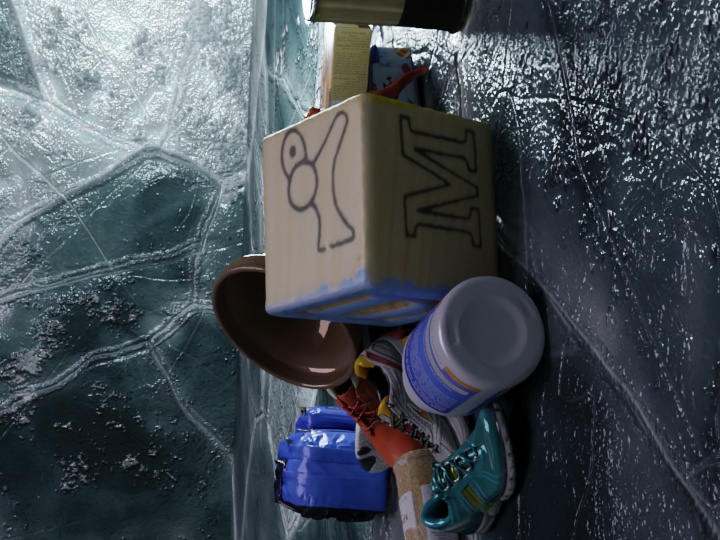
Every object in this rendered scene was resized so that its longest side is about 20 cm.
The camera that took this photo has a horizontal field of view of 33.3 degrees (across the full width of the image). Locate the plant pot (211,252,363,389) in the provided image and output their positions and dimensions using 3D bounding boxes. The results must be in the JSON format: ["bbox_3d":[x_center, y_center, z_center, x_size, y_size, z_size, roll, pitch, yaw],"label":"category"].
[{"bbox_3d":[-0.076,0.042,1.469,0.093,0.199,0.202,-57,-10,-38],"label":"plant pot"}]

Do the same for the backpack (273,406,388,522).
[{"bbox_3d":[-0.045,0.287,1.779,0.200,0.160,0.171,162,109,-78],"label":"backpack"}]

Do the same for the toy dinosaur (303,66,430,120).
[{"bbox_3d":[-0.004,-0.202,1.489,0.181,0.104,0.203,42,-112,-74],"label":"toy dinosaur"}]

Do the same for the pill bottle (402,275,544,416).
[{"bbox_3d":[0.105,0.086,1.232,0.200,0.110,0.114,127,142,-68],"label":"pill bottle"}]

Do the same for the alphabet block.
[{"bbox_3d":[0.020,-0.056,1.310,0.194,0.195,0.203,-13,74,47],"label":"alphabet block"}]

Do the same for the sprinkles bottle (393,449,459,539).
[{"bbox_3d":[0.083,0.313,1.416,0.069,0.067,0.202,107,160,-50],"label":"sprinkles bottle"}]

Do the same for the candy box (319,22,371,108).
[{"bbox_3d":[-0.024,-0.239,1.632,0.116,0.054,0.203,-108,21,-68],"label":"candy box"}]

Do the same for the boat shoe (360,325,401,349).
[{"bbox_3d":[0.024,0.025,1.485,0.071,0.069,0.204,-177,83,-68],"label":"boat shoe"}]

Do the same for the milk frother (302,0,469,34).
[{"bbox_3d":[0.019,-0.353,1.476,0.201,0.185,0.183,113,155,-59],"label":"milk frother"}]

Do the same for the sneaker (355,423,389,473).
[{"bbox_3d":[0.024,0.169,1.668,0.130,0.078,0.203,-147,59,-77],"label":"sneaker"}]

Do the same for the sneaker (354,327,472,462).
[{"bbox_3d":[0.062,0.169,1.398,0.201,0.081,0.078,56,152,20],"label":"sneaker"}]

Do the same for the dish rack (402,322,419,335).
[{"bbox_3d":[0.081,0.058,1.476,0.200,0.054,0.156,125,143,-68],"label":"dish rack"}]

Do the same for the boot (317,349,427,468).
[{"bbox_3d":[0.012,0.180,1.538,0.201,0.075,0.107,57,-159,14],"label":"boot"}]

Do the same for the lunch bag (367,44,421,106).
[{"bbox_3d":[0.034,-0.198,1.662,0.160,0.074,0.203,132,138,-74],"label":"lunch bag"}]

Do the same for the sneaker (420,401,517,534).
[{"bbox_3d":[0.114,0.216,1.259,0.078,0.078,0.202,-102,18,-44],"label":"sneaker"}]
